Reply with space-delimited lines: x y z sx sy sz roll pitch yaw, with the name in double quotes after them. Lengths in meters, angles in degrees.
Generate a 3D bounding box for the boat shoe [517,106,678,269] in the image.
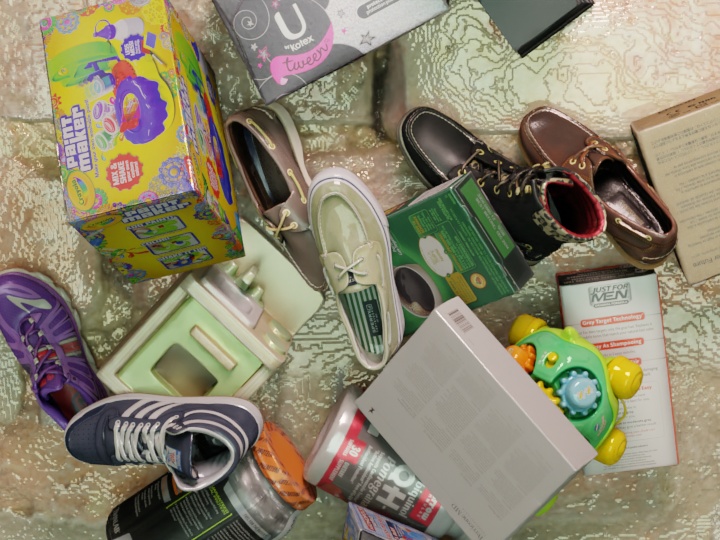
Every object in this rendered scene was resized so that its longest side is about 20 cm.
0.231 -0.091 1.554 0.070 0.070 0.200 -41 72 -14 "boat shoe"

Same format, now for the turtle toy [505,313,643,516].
0.182 0.146 1.577 0.145 0.101 0.202 24 118 29 "turtle toy"

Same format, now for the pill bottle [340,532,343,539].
0.006 0.358 1.681 0.108 0.109 0.201 21 103 -2 "pill bottle"

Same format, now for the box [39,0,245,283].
-0.200 -0.119 1.505 0.121 0.193 0.202 -13 72 6 "box"

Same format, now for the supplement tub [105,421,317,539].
-0.151 0.248 1.658 0.199 0.123 0.123 -33 99 10 "supplement tub"

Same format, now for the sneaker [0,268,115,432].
-0.315 0.088 1.651 0.080 0.083 0.201 -32 98 9 "sneaker"

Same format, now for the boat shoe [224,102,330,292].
-0.074 -0.067 1.590 0.072 0.059 0.201 -23 89 43 "boat shoe"

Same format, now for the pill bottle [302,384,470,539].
0.051 0.208 1.643 0.199 0.111 0.111 28 103 -3 "pill bottle"

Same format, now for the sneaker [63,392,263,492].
-0.198 0.165 1.542 0.198 0.109 0.071 -5 105 8 "sneaker"

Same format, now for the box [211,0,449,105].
-0.028 -0.261 1.540 0.199 0.115 0.133 -26 100 9 "box"

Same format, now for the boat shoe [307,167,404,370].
0.000 0.000 1.539 0.071 0.062 0.201 -15 113 12 "boat shoe"

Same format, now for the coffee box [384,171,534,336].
0.060 -0.009 1.578 0.199 0.044 0.123 -25 101 44 "coffee box"

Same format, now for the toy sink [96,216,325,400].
-0.146 0.066 1.622 0.130 0.112 0.200 43 101 -7 "toy sink"

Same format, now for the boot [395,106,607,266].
0.136 -0.091 1.545 0.204 0.154 0.074 44 73 -11 "boot"

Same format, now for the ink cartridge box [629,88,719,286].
0.383 -0.099 1.574 0.198 0.075 0.166 -20 102 7 "ink cartridge box"

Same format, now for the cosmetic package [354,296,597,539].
0.106 0.149 1.536 0.200 0.052 0.151 49 125 12 "cosmetic package"

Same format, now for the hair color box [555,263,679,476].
0.259 0.099 1.633 0.101 0.061 0.202 -7 103 5 "hair color box"

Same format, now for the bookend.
0.130 -0.293 1.481 0.092 0.200 0.199 -35 98 10 "bookend"

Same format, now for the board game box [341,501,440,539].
0.030 0.331 1.585 0.200 0.062 0.200 40 95 -21 "board game box"
